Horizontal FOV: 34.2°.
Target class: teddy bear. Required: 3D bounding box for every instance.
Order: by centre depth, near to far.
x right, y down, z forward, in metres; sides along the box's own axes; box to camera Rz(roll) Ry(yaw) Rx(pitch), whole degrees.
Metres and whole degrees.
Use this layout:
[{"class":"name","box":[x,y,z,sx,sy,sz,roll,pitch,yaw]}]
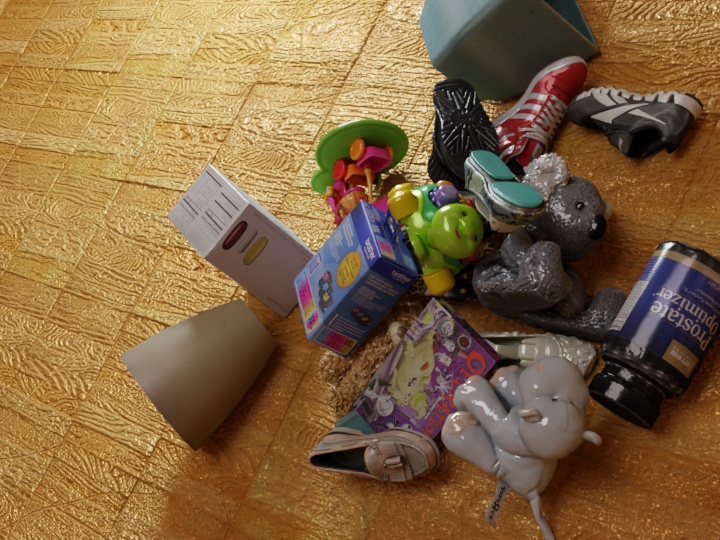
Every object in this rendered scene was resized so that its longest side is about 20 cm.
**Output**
[{"class":"teddy bear","box":[0.018,0.123,1.651,0.199,0.067,0.146,-18,54,33]}]

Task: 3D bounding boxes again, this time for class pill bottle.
[{"class":"pill bottle","box":[0.348,0.076,1.354,0.112,0.112,0.201,23,79,48]}]

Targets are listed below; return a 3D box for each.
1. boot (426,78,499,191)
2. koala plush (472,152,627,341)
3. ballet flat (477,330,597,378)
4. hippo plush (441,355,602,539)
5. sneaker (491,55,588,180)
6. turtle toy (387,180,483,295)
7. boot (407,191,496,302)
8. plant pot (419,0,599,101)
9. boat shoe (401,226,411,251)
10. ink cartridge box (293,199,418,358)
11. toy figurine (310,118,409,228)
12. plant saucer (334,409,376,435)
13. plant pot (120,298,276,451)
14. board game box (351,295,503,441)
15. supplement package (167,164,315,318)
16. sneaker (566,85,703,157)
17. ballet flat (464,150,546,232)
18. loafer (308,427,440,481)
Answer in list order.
[{"class":"boot","box":[0.144,-0.153,1.660,0.079,0.159,0.212,-1,44,-4]},{"class":"koala plush","box":[0.246,-0.035,1.486,0.183,0.177,0.201,2,67,54]},{"class":"ballet flat","box":[0.202,0.111,1.495,0.199,0.072,0.072,-1,62,42]},{"class":"hippo plush","box":[0.185,0.179,1.352,0.161,0.158,0.201,112,172,-60]},{"class":"sneaker","box":[0.259,-0.208,1.665,0.200,0.071,0.113,-44,37,20]},{"class":"turtle toy","box":[0.107,-0.052,1.507,0.100,0.147,0.200,-26,8,6]},{"class":"boot","box":[0.156,-0.032,1.624,0.198,0.073,0.152,4,84,7]},{"class":"plant pot","box":[0.201,-0.375,1.754,0.200,0.196,0.197,-37,43,27]},{"class":"boat shoe","box":[0.073,-0.023,1.700,0.201,0.072,0.061,-45,38,4]},{"class":"ink cartridge box","box":[0.000,0.000,1.633,0.200,0.076,0.137,-48,35,22]},{"class":"toy figurine","box":[0.001,-0.099,1.796,0.200,0.149,0.185,-42,47,44]},{"class":"plant saucer","box":[0.055,0.188,1.582,0.199,0.019,0.070,-35,80,17]},{"class":"plant pot","box":[-0.233,0.141,1.800,0.200,0.188,0.187,-38,41,-7]},{"class":"board game box","box":[0.084,0.146,1.524,0.120,0.032,0.201,43,115,17]},{"class":"supplement package","box":[-0.178,-0.045,1.844,0.111,0.200,0.156,-49,41,2]},{"class":"sneaker","box":[0.355,-0.196,1.574,0.199,0.066,0.091,9,66,43]},{"class":"ballet flat","box":[0.175,-0.084,1.433,0.074,0.074,0.200,-42,24,10]},{"class":"loafer","box":[0.015,0.247,1.526,0.199,0.072,0.063,-4,18,45]}]
